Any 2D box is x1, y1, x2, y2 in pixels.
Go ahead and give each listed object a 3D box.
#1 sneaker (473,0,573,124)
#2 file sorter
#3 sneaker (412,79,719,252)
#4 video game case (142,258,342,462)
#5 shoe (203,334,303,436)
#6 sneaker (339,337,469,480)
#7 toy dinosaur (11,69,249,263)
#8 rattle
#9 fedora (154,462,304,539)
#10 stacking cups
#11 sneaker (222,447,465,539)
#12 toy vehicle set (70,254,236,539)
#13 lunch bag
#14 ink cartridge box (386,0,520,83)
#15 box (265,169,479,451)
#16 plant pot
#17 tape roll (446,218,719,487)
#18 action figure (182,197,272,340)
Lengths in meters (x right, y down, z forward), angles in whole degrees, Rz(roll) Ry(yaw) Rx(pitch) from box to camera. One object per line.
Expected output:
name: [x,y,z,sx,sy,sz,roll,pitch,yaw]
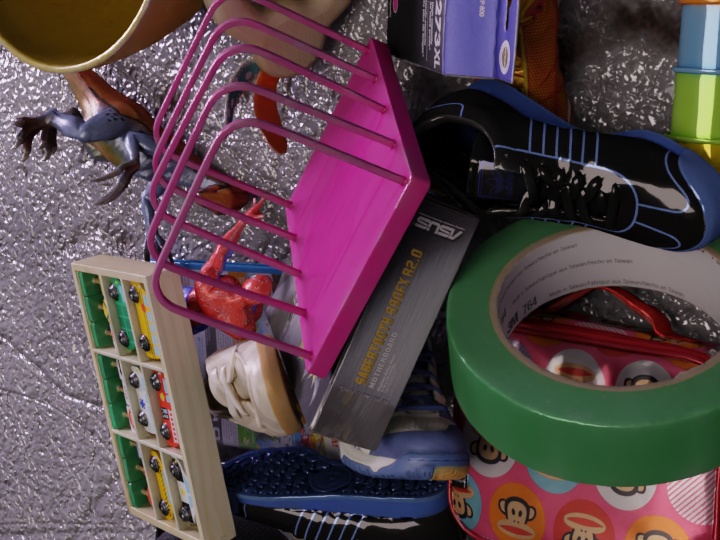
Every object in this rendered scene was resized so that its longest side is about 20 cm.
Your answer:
sneaker: [0.094,-0.144,0.924,0.072,0.077,0.202,8,104,31]
file sorter: [-0.055,-0.063,0.889,0.124,0.201,0.140,20,116,-18]
sneaker: [0.116,-0.052,0.856,0.199,0.078,0.071,25,131,33]
video game case: [-0.087,0.066,1.123,0.198,0.018,0.145,3,100,34]
shoe: [-0.079,0.085,1.002,0.053,0.200,0.071,-21,90,-10]
sneaker: [0.021,0.081,0.966,0.200,0.074,0.089,-151,68,-71]
toy dinosaur: [-0.168,-0.098,1.109,0.179,0.105,0.202,4,82,8]
rattle: [-0.079,-0.204,1.029,0.143,0.130,0.201,37,137,30]
fedora: [-0.104,0.247,1.120,0.199,0.091,0.203,7,102,33]
stacking cups: [0.215,-0.137,0.861,0.060,0.060,0.202,9,99,33]
sneaker: [-0.017,0.179,1.047,0.198,0.070,0.079,1,116,31]
toy vehicle set: [-0.151,0.092,1.055,0.124,0.026,0.202,6,111,55]
lunch bag: [0.155,0.098,0.929,0.198,0.082,0.178,9,99,34]
ink cartridge box: [0.054,-0.172,0.897,0.200,0.037,0.096,-138,49,-71]
box: [0.000,0.000,0.945,0.048,0.200,0.160,20,105,-17]
plant pot: [-0.169,-0.246,1.046,0.198,0.141,0.203,7,103,34]
tape roll: [0.149,0.036,0.844,0.199,0.200,0.049,18,135,30]
action figure: [-0.109,0.010,1.076,0.065,0.099,0.199,49,150,-19]
